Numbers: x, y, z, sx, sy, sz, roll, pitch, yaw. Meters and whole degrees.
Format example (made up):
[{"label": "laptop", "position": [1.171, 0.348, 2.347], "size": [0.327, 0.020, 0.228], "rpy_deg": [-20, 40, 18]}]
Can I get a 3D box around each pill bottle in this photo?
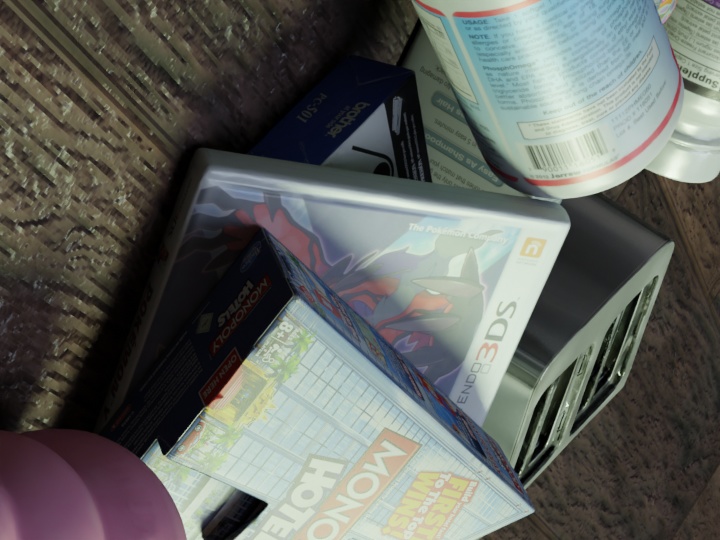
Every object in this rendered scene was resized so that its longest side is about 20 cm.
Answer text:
[{"label": "pill bottle", "position": [0.227, -0.160, 1.821], "size": [0.111, 0.111, 0.201], "rpy_deg": [-30, 147, -57]}, {"label": "pill bottle", "position": [0.080, -0.137, 1.384], "size": [0.109, 0.108, 0.200], "rpy_deg": [-51, 138, -23]}]

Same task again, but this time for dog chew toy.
[{"label": "dog chew toy", "position": [-0.156, 0.123, 1.247], "size": [0.125, 0.124, 0.200], "rpy_deg": [-59, 155, 2]}]

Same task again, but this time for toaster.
[{"label": "toaster", "position": [0.089, 0.040, 1.768], "size": [0.181, 0.118, 0.201], "rpy_deg": [-42, 156, -44]}]

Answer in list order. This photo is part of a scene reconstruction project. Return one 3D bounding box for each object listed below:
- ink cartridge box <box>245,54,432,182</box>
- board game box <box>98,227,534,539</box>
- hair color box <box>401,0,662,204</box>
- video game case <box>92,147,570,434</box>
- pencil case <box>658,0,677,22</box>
[{"label": "ink cartridge box", "position": [0.000, 0.000, 1.478], "size": [0.094, 0.044, 0.201], "rpy_deg": [-46, 140, -36]}, {"label": "board game box", "position": [-0.025, 0.105, 1.419], "size": [0.199, 0.062, 0.200], "rpy_deg": [26, 112, -33]}, {"label": "hair color box", "position": [0.075, -0.094, 1.537], "size": [0.201, 0.099, 0.061], "rpy_deg": [-64, 163, 17]}, {"label": "video game case", "position": [-0.016, 0.033, 1.424], "size": [0.199, 0.023, 0.183], "rpy_deg": [8, 121, -25]}, {"label": "pencil case", "position": [0.156, -0.223, 1.576], "size": [0.087, 0.087, 0.201], "rpy_deg": [-42, 157, -42]}]
